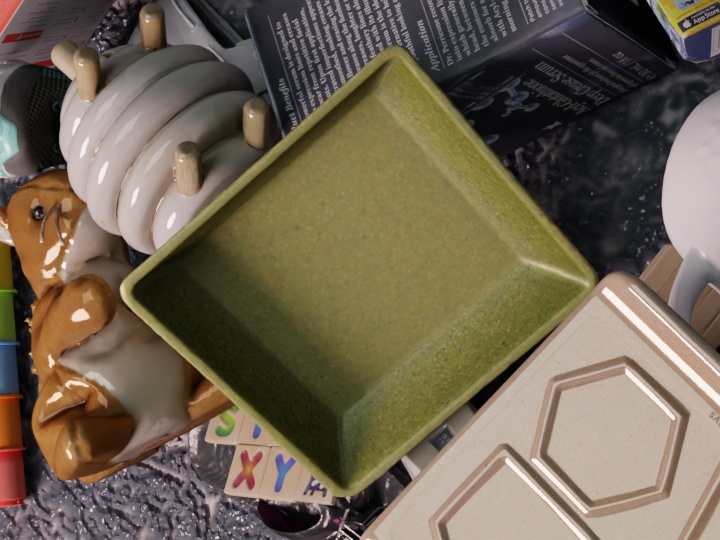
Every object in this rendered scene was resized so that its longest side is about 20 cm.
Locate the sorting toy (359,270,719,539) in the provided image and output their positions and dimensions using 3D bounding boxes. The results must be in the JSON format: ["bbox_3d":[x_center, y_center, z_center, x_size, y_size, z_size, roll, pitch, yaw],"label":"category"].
[{"bbox_3d":[0.121,0.131,0.720,0.185,0.036,0.200,45,104,17],"label":"sorting toy"}]

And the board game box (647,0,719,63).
[{"bbox_3d":[0.218,-0.230,0.850,0.199,0.062,0.200,-25,63,-1],"label":"board game box"}]

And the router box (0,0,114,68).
[{"bbox_3d":[-0.212,-0.201,1.052,0.049,0.200,0.180,37,105,0],"label":"router box"}]

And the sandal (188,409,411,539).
[{"bbox_3d":[-0.044,0.145,0.994,0.200,0.048,0.076,17,107,35],"label":"sandal"}]

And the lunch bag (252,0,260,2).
[{"bbox_3d":[-0.026,-0.229,0.945,0.160,0.200,0.077,-33,68,25],"label":"lunch bag"}]

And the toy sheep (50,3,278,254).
[{"bbox_3d":[-0.115,-0.077,0.915,0.200,0.138,0.138,47,108,21],"label":"toy sheep"}]

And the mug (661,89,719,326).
[{"bbox_3d":[0.237,-0.013,0.781,0.175,0.148,0.200,20,60,40],"label":"mug"}]

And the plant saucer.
[{"bbox_3d":[0.000,0.000,0.861,0.200,0.200,0.048,-41,28,7],"label":"plant saucer"}]

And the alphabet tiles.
[{"bbox_3d":[-0.027,0.049,0.982,0.166,0.006,0.201,-3,66,45],"label":"alphabet tiles"}]

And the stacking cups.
[{"bbox_3d":[-0.277,0.076,1.150,0.060,0.060,0.201,-10,85,29],"label":"stacking cups"}]

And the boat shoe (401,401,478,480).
[{"bbox_3d":[0.077,0.136,0.922,0.070,0.072,0.201,-37,60,3],"label":"boat shoe"}]

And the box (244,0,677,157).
[{"bbox_3d":[0.060,-0.137,0.914,0.199,0.148,0.108,-25,72,26],"label":"box"}]

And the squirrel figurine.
[{"bbox_3d":[-0.180,0.034,1.010,0.187,0.141,0.200,62,154,8],"label":"squirrel figurine"}]

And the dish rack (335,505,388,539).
[{"bbox_3d":[0.042,0.194,0.853,0.153,0.200,0.055,36,64,12],"label":"dish rack"}]

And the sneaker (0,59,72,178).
[{"bbox_3d":[-0.184,-0.107,1.036,0.091,0.200,0.078,1,105,11],"label":"sneaker"}]

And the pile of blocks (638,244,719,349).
[{"bbox_3d":[0.155,0.086,0.880,0.082,0.062,0.201,15,87,-6],"label":"pile of blocks"}]

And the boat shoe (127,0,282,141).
[{"bbox_3d":[-0.078,-0.128,1.047,0.200,0.072,0.069,44,107,36],"label":"boat shoe"}]
